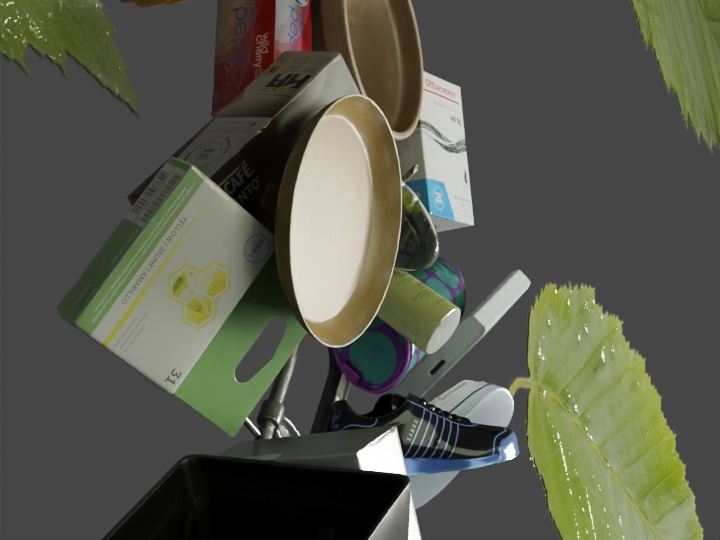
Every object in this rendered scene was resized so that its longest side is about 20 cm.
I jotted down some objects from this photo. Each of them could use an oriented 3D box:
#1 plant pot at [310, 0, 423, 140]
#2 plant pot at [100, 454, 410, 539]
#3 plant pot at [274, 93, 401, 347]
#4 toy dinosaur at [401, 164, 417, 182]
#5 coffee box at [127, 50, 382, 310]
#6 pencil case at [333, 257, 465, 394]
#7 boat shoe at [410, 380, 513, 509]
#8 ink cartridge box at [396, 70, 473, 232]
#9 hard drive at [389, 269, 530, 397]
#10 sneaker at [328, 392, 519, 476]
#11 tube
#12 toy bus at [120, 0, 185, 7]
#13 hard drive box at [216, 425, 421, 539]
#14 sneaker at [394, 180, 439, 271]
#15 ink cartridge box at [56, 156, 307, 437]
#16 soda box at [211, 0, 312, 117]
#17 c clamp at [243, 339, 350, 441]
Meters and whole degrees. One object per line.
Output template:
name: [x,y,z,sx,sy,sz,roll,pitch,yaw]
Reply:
plant pot: [-0.015,-0.220,1.413,0.201,0.092,0.202,-8,90,-66]
plant pot: [-0.077,0.267,1.067,0.200,0.198,0.178,-47,134,-57]
plant pot: [-0.019,-0.040,1.149,0.200,0.027,0.201,-28,121,-60]
toy dinosaur: [0.012,-0.038,1.408,0.200,0.047,0.089,133,-25,-73]
coffee box: [-0.080,-0.077,1.191,0.200,0.079,0.115,-46,125,-28]
pencil case: [0.040,0.050,1.420,0.085,0.092,0.200,54,26,1]
boat shoe: [0.058,0.170,1.463,0.202,0.086,0.075,-37,123,-28]
ink cartridge box: [0.062,-0.148,1.570,0.116,0.068,0.201,9,74,-61]
hard drive: [0.105,0.071,1.504,0.027,0.132,0.200,45,23,4]
sneaker: [0.063,0.153,1.370,0.199,0.070,0.078,-3,86,-29]
tube: [0.000,0.000,1.317,0.052,0.200,0.058,-45,156,-20]
toy bus: [-0.150,-0.297,1.221,0.078,0.065,0.201,53,37,-43]
hard drive box: [-0.031,0.239,1.182,0.077,0.155,0.201,-23,101,-61]
sneaker: [-0.001,-0.067,1.324,0.075,0.200,0.085,-54,159,6]
ink cartridge box: [-0.113,0.030,1.103,0.200,0.048,0.146,42,80,-34]
soda box: [-0.087,-0.226,1.311,0.063,0.070,0.201,29,56,-55]
c clamp: [-0.054,0.099,1.316,0.171,0.027,0.200,62,32,-33]
